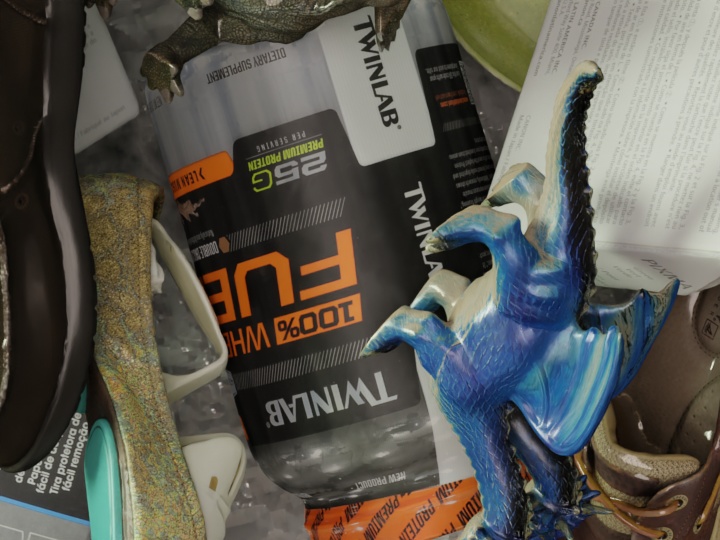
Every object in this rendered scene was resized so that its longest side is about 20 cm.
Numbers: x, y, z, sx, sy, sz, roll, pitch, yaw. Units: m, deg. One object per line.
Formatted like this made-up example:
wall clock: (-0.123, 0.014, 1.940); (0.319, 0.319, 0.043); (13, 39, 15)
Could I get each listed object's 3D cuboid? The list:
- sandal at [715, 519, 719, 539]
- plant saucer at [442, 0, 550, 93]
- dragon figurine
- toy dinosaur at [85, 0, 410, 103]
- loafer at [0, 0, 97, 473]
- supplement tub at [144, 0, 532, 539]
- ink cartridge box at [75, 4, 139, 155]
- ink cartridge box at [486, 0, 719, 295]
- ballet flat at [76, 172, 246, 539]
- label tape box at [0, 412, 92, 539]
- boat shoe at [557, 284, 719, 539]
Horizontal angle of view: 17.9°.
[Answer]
sandal: (0.163, 0.045, 0.878); (0.079, 0.059, 0.209); (-8, 83, 31)
plant saucer: (0.113, -0.156, 0.893); (0.198, 0.031, 0.202); (0, 92, 8)
dragon figurine: (0.066, 0.020, 0.754); (0.099, 0.059, 0.201); (39, 125, 10)
toy dinosaur: (-0.049, -0.124, 0.800); (0.200, 0.102, 0.077); (39, 142, 30)
loafer: (-0.137, -0.029, 0.787); (0.071, 0.073, 0.202); (-5, 99, -32)
supplement tub: (0.000, 0.000, 0.869); (0.122, 0.122, 0.202); (-17, 90, 8)
ink cartridge box: (-0.183, -0.102, 0.797); (0.162, 0.050, 0.201); (-35, 120, -23)
ink cartridge box: (0.141, -0.072, 0.777); (0.199, 0.050, 0.162); (7, 74, 48)
ballet flat: (-0.076, 0.053, 0.826); (0.070, 0.071, 0.201); (-19, 67, 8)
label tape box: (-0.201, 0.081, 0.897); (0.198, 0.063, 0.145); (17, 106, -7)
boat shoe: (0.103, 0.066, 0.836); (0.072, 0.072, 0.201); (32, 103, 29)
